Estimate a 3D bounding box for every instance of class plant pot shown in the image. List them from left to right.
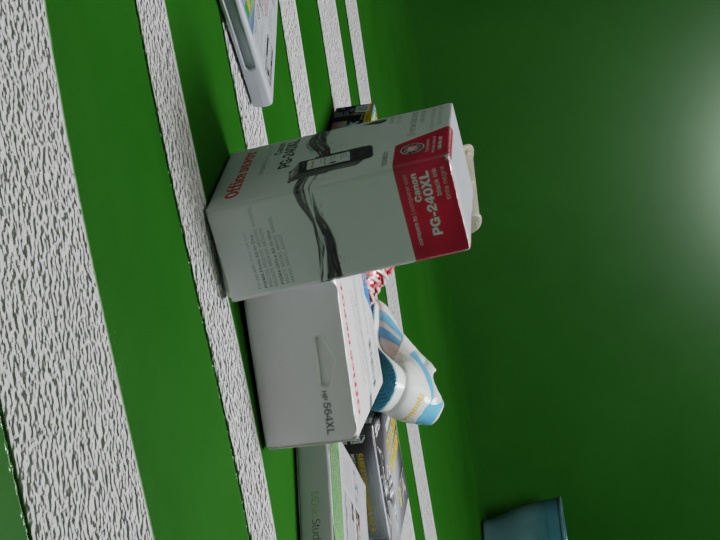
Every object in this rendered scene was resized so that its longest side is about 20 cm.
[{"bbox_3d":[0.377,0.627,3.456,0.200,0.187,0.201,-9,90,-83],"label":"plant pot"}]

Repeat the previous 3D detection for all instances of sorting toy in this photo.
[{"bbox_3d":[0.208,-0.145,3.376,0.180,0.106,0.201,84,3,-55],"label":"sorting toy"}]

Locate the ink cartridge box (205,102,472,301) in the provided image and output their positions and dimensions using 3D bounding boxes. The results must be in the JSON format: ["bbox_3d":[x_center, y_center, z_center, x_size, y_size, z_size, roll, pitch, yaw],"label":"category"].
[{"bbox_3d":[-0.014,-0.057,1.225,0.145,0.199,0.084,-80,156,-67],"label":"ink cartridge box"}]

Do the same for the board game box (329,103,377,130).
[{"bbox_3d":[-0.001,-0.102,1.903,0.200,0.056,0.166,-79,162,-69],"label":"board game box"}]

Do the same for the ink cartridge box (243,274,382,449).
[{"bbox_3d":[-0.039,0.059,1.340,0.200,0.084,0.147,-49,131,-79],"label":"ink cartridge box"}]

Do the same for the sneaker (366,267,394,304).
[{"bbox_3d":[0.000,0.000,1.682,0.074,0.086,0.201,69,15,-56],"label":"sneaker"}]

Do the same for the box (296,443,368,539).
[{"bbox_3d":[-0.024,0.243,1.457,0.200,0.036,0.145,71,14,-61],"label":"box"}]

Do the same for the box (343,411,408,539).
[{"bbox_3d":[0.013,0.218,1.695,0.200,0.048,0.159,-63,144,-76],"label":"box"}]

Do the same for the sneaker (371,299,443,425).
[{"bbox_3d":[0.032,0.103,1.683,0.080,0.077,0.200,25,23,-26],"label":"sneaker"}]

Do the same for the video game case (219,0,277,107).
[{"bbox_3d":[-0.109,-0.286,1.417,0.183,0.022,0.201,74,12,-47],"label":"video game case"}]
